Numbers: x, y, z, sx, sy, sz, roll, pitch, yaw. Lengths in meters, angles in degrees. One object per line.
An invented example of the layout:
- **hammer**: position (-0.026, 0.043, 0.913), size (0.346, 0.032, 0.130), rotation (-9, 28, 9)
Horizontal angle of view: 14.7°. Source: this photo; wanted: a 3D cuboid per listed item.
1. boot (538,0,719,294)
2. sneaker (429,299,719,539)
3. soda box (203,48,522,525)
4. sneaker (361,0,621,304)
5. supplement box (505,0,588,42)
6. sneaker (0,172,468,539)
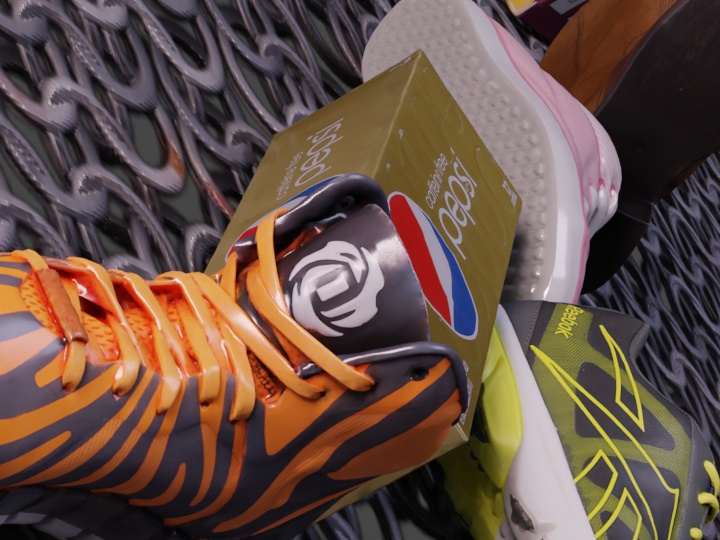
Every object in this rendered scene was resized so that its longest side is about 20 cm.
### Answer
- **boot**: position (0.138, -0.097, 1.211), size (0.068, 0.188, 0.200), rotation (29, 26, -8)
- **sneaker**: position (0.083, 0.084, 0.893), size (0.075, 0.084, 0.200), rotation (108, -32, -53)
- **soda box**: position (0.000, 0.000, 0.870), size (0.068, 0.064, 0.200), rotation (56, 17, -14)
- **sneaker**: position (0.065, -0.021, 1.061), size (0.105, 0.075, 0.200), rotation (41, 21, -35)
- **supplement box**: position (0.112, -0.230, 1.437), size (0.103, 0.131, 0.200), rotation (24, 39, -62)
- **sneaker**: position (-0.048, 0.011, 0.641), size (0.200, 0.112, 0.078), rotation (28, 35, -59)
